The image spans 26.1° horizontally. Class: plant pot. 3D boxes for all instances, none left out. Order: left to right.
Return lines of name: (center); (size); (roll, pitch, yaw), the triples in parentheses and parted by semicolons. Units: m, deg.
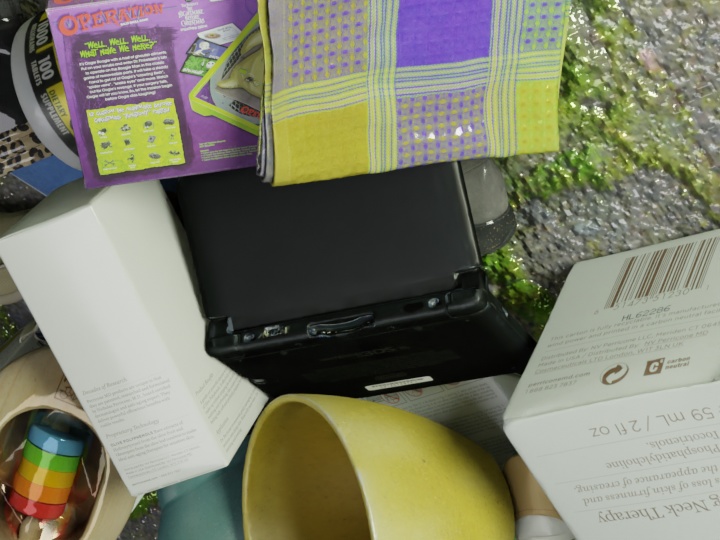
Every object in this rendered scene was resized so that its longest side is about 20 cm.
plant pot: (-0.084, 0.207, 1.249); (0.200, 0.200, 0.134); (-39, 77, 44)
plant pot: (0.023, 0.178, 1.086); (0.200, 0.142, 0.201); (16, 109, 60)

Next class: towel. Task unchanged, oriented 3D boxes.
towel: (0.032, -0.121, 0.905); (0.199, 0.023, 0.144); (-7, 121, -18)

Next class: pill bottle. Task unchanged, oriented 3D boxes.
pill bottle: (-0.114, -0.147, 0.990); (0.200, 0.113, 0.113); (-22, 115, 24)

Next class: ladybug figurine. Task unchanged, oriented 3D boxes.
ladybug figurine: (-0.225, 0.138, 1.132); (0.135, 0.072, 0.200); (23, 102, -7)

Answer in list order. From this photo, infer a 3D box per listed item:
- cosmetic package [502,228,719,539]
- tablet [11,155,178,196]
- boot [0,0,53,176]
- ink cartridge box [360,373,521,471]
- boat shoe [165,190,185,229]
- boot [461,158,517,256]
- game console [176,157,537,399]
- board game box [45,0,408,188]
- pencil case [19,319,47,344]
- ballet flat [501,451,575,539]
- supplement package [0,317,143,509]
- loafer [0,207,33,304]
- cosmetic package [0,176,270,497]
cosmetic package: (0.226, 0.102, 0.989); (0.167, 0.166, 0.200); (-16, 119, 37)
tablet: (-0.186, -0.077, 1.172); (0.200, 0.014, 0.130); (33, 135, -1)
boot: (-0.304, -0.135, 1.132); (0.199, 0.073, 0.151); (-15, 107, 29)
ink cartridge box: (0.060, 0.104, 1.156); (0.162, 0.057, 0.200); (-22, 112, 40)
boat shoe: (-0.098, 0.010, 1.146); (0.202, 0.075, 0.075); (26, 149, -4)
boot: (0.002, -0.074, 1.042); (0.199, 0.070, 0.132); (-7, 121, 19)
game console: (0.000, 0.000, 1.041); (0.199, 0.117, 0.176); (-11, 151, 24)
board game box: (-0.075, -0.118, 0.919); (0.199, 0.032, 0.120); (-8, 127, -3)
pencil case: (-0.153, 0.051, 1.179); (0.200, 0.078, 0.090); (28, 118, -20)
ballet flat: (0.148, 0.204, 1.127); (0.068, 0.063, 0.200); (-4, 140, 23)
supplement package: (-0.256, 0.133, 1.288); (0.151, 0.152, 0.200); (44, 134, -11)
loafer: (-0.304, -0.015, 1.241); (0.200, 0.076, 0.068); (-15, 130, 37)
cosmetic package: (-0.149, 0.035, 1.054); (0.085, 0.108, 0.200); (-20, 105, 22)
